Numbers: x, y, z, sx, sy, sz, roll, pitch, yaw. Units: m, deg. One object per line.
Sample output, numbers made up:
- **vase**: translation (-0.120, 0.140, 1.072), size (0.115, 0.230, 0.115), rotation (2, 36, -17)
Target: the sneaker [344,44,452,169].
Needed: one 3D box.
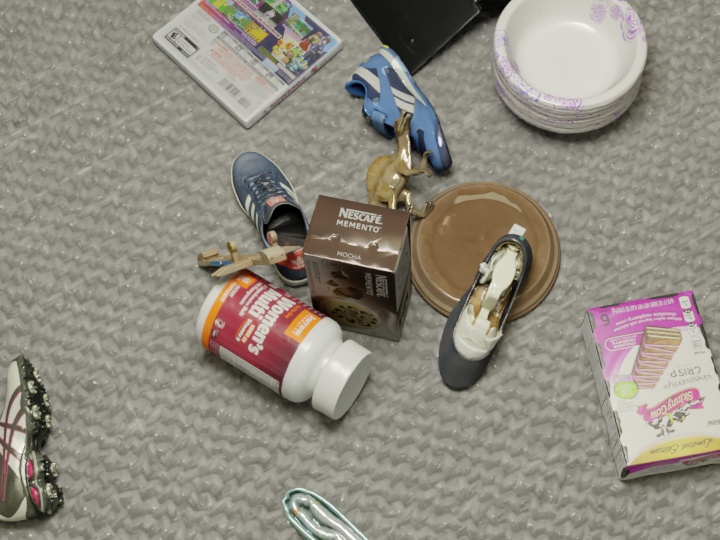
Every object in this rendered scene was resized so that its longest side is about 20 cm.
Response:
- **sneaker**: translation (0.052, -0.200, 1.783), size (0.082, 0.074, 0.201), rotation (-30, 62, -5)

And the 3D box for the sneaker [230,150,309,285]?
- **sneaker**: translation (-0.108, -0.082, 1.725), size (0.074, 0.085, 0.201), rotation (-26, 66, -9)

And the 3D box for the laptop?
- **laptop**: translation (0.112, -0.391, 1.900), size (0.199, 0.116, 0.188), rotation (-17, 62, -37)

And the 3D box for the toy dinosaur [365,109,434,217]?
- **toy dinosaur**: translation (0.039, -0.098, 1.732), size (0.101, 0.058, 0.202), rotation (33, 98, 34)

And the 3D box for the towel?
- **towel**: translation (-0.001, 0.325, 1.483), size (0.200, 0.172, 0.048), rotation (41, 75, 18)

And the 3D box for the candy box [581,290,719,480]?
- **candy box**: translation (0.351, 0.134, 1.615), size (0.135, 0.061, 0.202), rotation (-10, 65, -3)

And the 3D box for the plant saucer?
- **plant saucer**: translation (0.154, -0.028, 1.719), size (0.197, 0.030, 0.202), rotation (-1, 64, 2)

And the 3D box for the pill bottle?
- **pill bottle**: translation (-0.090, 0.088, 1.631), size (0.199, 0.110, 0.110), rotation (30, 69, 16)

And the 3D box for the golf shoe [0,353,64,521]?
- **golf shoe**: translation (-0.410, 0.197, 1.617), size (0.087, 0.077, 0.202), rotation (-14, 64, 4)

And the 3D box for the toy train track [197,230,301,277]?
- **toy train track**: translation (-0.148, -0.024, 1.651), size (0.114, 0.199, 0.033), rotation (-20, 100, -30)

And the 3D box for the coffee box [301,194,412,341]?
- **coffee box**: translation (0.000, 0.000, 1.618), size (0.112, 0.201, 0.081), rotation (12, 66, 8)

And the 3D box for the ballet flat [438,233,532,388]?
- **ballet flat**: translation (0.149, 0.045, 1.636), size (0.072, 0.073, 0.202), rotation (25, 84, 14)

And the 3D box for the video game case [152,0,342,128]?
- **video game case**: translation (-0.155, -0.313, 1.871), size (0.182, 0.023, 0.200), rotation (-42, 69, -15)

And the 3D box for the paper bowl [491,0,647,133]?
- **paper bowl**: translation (0.270, -0.271, 1.784), size (0.198, 0.105, 0.203), rotation (-1, 65, 3)
